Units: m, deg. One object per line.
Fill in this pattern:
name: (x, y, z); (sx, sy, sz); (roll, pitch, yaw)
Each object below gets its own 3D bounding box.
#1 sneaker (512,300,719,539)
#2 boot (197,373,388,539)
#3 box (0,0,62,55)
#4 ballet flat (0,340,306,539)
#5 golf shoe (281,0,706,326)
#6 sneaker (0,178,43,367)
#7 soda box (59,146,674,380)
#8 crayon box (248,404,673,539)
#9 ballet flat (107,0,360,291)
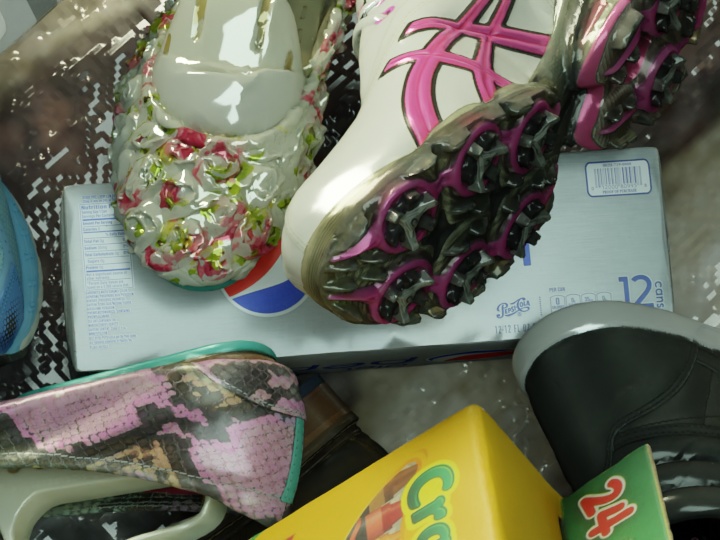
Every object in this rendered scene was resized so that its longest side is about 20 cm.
sneaker: (0.147, 0.075, 0.886); (0.200, 0.071, 0.099); (10, 48, -24)
boot: (-0.052, 0.134, 0.885); (0.200, 0.075, 0.097); (-44, 87, -12)
box: (-0.122, -0.161, 0.843); (0.156, 0.041, 0.200); (64, 36, -20)
ballet flat: (-0.112, 0.069, 0.856); (0.200, 0.069, 0.071); (-8, 69, 18)
golf shoe: (0.027, -0.052, 0.857); (0.092, 0.073, 0.200); (25, 43, 23)
sneaker: (-0.158, -0.054, 0.864); (0.078, 0.090, 0.200); (-18, 66, -9)
soda box: (0.000, 0.000, 0.910); (0.200, 0.068, 0.063); (-4, 83, -7)
crayon box: (-0.002, 0.122, 0.773); (0.200, 0.127, 0.051); (-33, 121, 15)
ballet flat: (-0.036, -0.086, 0.880); (0.076, 0.064, 0.200); (11, 52, 5)
